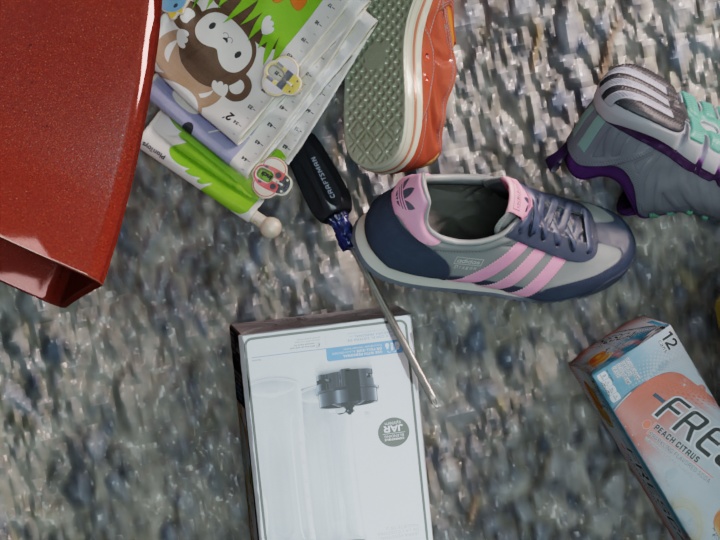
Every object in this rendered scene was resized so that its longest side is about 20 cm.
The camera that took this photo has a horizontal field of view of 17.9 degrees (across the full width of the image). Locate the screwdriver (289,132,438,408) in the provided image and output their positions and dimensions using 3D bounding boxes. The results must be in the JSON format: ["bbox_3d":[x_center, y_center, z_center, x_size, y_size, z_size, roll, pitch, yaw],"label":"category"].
[{"bbox_3d":[0.000,0.000,1.428,0.029,0.028,0.200,-5,62,-41],"label":"screwdriver"}]

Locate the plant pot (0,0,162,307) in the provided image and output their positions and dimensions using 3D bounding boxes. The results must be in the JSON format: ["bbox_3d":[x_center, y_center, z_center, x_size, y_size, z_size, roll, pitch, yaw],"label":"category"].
[{"bbox_3d":[-0.220,-0.104,1.349,0.199,0.200,0.177,25,80,-11],"label":"plant pot"}]

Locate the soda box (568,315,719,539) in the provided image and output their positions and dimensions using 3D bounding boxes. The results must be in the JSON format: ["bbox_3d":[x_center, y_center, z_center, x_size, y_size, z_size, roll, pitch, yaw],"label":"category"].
[{"bbox_3d":[0.218,0.130,1.495,0.063,0.068,0.200,-33,98,-5],"label":"soda box"}]

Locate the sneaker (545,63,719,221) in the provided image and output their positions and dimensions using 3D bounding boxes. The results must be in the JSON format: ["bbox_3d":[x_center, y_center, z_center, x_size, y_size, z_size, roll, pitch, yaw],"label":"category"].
[{"bbox_3d":[0.220,-0.060,1.494,0.200,0.075,0.088,27,126,-20],"label":"sneaker"}]

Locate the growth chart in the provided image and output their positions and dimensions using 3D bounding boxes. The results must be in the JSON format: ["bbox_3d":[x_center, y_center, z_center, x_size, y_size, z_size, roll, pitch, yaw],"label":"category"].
[{"bbox_3d":[-0.070,-0.141,1.432,0.144,0.018,0.200,28,95,8],"label":"growth chart"}]

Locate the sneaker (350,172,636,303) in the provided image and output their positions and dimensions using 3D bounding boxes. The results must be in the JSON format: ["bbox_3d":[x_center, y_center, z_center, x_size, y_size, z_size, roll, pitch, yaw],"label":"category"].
[{"bbox_3d":[0.099,-0.025,1.433,0.199,0.082,0.070,0,63,-27],"label":"sneaker"}]

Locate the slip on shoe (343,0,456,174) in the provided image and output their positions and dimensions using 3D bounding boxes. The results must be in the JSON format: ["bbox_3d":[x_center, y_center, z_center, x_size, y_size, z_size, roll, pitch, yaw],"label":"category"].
[{"bbox_3d":[0.030,-0.158,1.448,0.061,0.074,0.201,10,82,-53],"label":"slip on shoe"}]

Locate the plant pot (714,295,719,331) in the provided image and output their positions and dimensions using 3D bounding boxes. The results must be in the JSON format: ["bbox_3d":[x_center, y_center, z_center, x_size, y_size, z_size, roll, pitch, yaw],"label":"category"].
[{"bbox_3d":[0.337,0.061,1.411,0.176,0.200,0.201,-23,111,-17],"label":"plant pot"}]

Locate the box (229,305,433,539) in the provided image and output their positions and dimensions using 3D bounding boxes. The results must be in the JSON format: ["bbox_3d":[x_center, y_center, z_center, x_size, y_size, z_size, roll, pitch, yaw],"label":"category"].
[{"bbox_3d":[-0.016,0.129,1.462,0.116,0.060,0.201,-5,96,-9],"label":"box"}]
